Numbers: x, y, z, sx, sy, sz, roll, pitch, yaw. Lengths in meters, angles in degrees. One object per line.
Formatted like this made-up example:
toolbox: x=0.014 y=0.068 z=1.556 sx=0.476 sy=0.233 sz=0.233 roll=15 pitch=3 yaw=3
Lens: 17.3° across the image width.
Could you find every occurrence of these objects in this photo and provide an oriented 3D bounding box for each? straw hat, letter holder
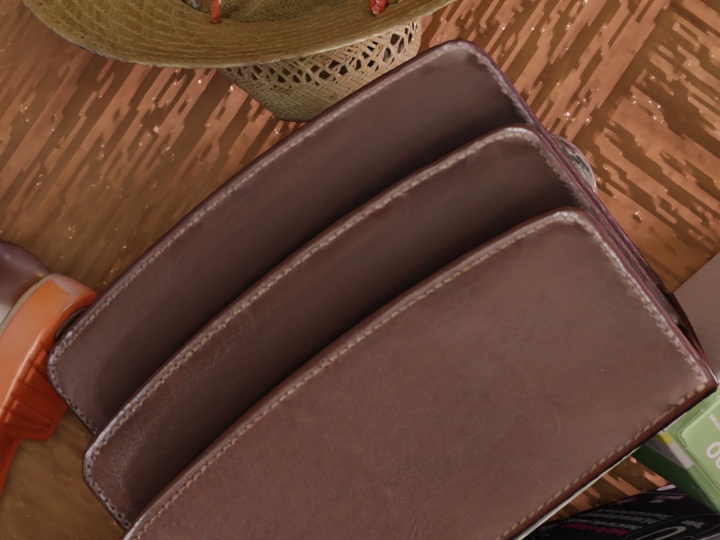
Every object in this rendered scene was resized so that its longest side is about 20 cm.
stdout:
straw hat: x=-0.024 y=-0.103 z=0.878 sx=0.200 sy=0.202 sz=0.085 roll=-18 pitch=133 yaw=-3
letter holder: x=-0.003 y=0.032 z=0.808 sx=0.200 sy=0.101 sz=0.142 roll=-37 pitch=100 yaw=9

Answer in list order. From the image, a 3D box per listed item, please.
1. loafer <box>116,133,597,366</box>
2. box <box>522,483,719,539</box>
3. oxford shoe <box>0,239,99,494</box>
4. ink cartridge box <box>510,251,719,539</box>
loafer: x=0.000 y=0.000 z=0.893 sx=0.199 sy=0.063 sz=0.072 roll=-20 pitch=90 yaw=-3
box: x=0.141 y=0.181 z=0.854 sx=0.114 sy=0.132 sz=0.202 roll=-14 pitch=92 yaw=-18
oxford shoe: x=-0.176 y=0.078 z=0.889 sx=0.073 sy=0.071 sz=0.201 roll=31 pitch=83 yaw=17
ink cartridge box: x=0.102 y=0.061 z=0.856 sx=0.200 sy=0.146 sz=0.048 roll=-41 pitch=97 yaw=-3
